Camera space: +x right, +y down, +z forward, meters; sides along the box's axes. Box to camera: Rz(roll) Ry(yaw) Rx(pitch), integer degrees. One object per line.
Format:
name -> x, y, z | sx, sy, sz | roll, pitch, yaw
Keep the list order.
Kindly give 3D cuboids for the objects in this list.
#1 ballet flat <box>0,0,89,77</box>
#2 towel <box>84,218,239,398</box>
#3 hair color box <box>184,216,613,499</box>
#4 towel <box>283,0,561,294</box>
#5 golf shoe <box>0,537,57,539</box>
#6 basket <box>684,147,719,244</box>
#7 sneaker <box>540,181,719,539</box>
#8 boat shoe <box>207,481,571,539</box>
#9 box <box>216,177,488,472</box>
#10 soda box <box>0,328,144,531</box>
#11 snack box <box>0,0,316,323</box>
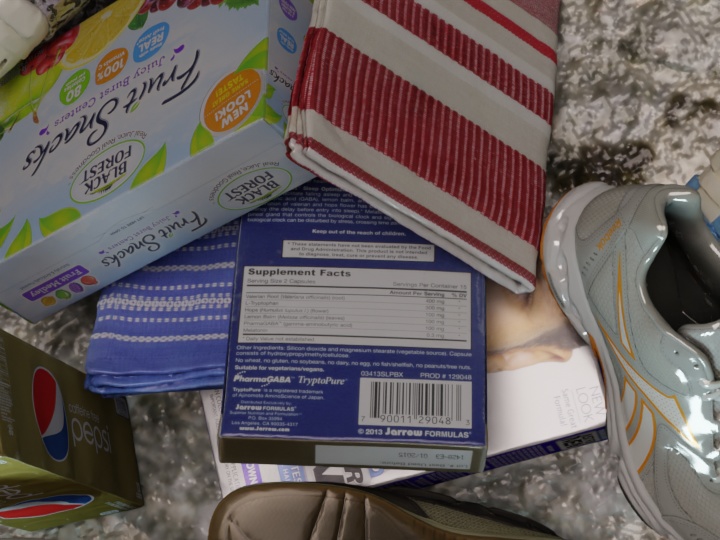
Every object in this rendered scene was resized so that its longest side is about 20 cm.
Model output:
ballet flat -> -0.211, -0.122, 0.973 | 0.199, 0.072, 0.073 | -16, 76, 35
towel -> -0.063, -0.028, 0.939 | 0.144, 0.024, 0.201 | -5, 57, 14
hair color box -> 0.021, 0.054, 0.930 | 0.199, 0.065, 0.110 | -16, 77, 6
towel -> 0.036, -0.098, 0.892 | 0.023, 0.144, 0.201 | -35, 35, 43
golf shoe -> -0.207, 0.134, 0.836 | 0.078, 0.199, 0.095 | -46, 63, 36
basket -> 0.263, -0.034, 0.859 | 0.200, 0.139, 0.177 | -39, 74, 12
sneaker -> 0.154, 0.051, 0.845 | 0.075, 0.092, 0.201 | -31, 98, -24
boat shoe -> 0.022, 0.142, 0.887 | 0.199, 0.065, 0.074 | 15, 92, -9
box -> 0.000, 0.000, 0.877 | 0.120, 0.032, 0.201 | 2, 57, 1
soda box -> -0.170, 0.080, 0.890 | 0.067, 0.200, 0.064 | -14, 74, 8
snack box -> -0.105, -0.075, 0.918 | 0.199, 0.053, 0.143 | -26, 47, 30
